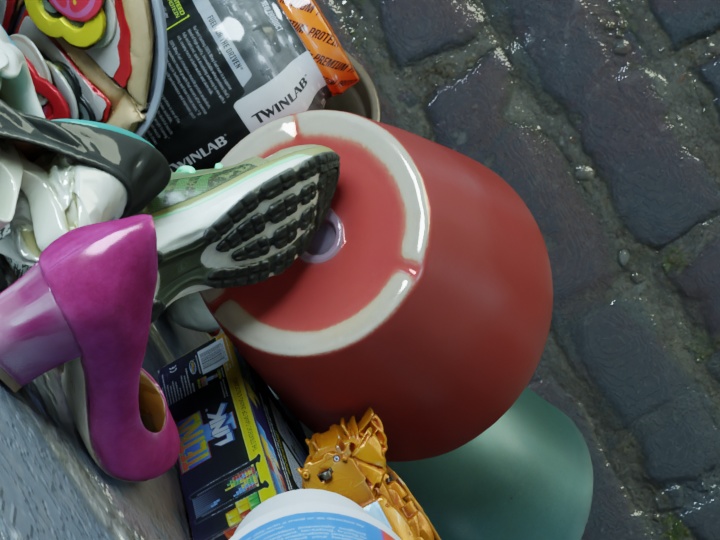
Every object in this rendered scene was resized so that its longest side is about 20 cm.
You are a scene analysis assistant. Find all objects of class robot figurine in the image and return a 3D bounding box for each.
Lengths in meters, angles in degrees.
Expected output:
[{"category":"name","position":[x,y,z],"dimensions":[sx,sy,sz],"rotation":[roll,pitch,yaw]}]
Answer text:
[{"category":"robot figurine","position":[0.032,0.177,1.074],"dimensions":[0.200,0.058,0.145],"rotation":[59,4,-4]}]

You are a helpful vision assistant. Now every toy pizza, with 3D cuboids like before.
[{"category":"toy pizza","position":[-0.184,-0.147,1.053],"dimensions":[0.200,0.032,0.200],"rotation":[24,-49,31]}]

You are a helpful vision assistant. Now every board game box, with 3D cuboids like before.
[{"category":"board game box","position":[-0.046,0.151,1.138],"dimensions":[0.165,0.057,0.200],"rotation":[60,3,-27]}]

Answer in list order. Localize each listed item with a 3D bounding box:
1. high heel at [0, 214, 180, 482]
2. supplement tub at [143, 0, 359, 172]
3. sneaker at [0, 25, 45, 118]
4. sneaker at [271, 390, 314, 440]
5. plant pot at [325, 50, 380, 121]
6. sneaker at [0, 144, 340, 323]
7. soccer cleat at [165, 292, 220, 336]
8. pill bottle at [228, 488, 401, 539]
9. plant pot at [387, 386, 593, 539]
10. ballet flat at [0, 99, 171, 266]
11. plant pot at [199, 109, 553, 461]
[{"category":"high heel","position":[-0.104,0.038,0.928],"dimensions":[0.067,0.096,0.200],"rotation":[61,4,34]},{"category":"supplement tub","position":[-0.109,-0.104,1.177],"dimensions":[0.123,0.200,0.123],"rotation":[59,4,-7]},{"category":"sneaker","position":[-0.200,-0.111,0.893],"dimensions":[0.081,0.077,0.200],"rotation":[45,-1,18]},{"category":"sneaker","position":[-0.044,0.045,1.316],"dimensions":[0.080,0.129,0.199],"rotation":[51,36,-50]},{"category":"plant pot","position":[-0.082,-0.137,2.175],"dimensions":[0.200,0.200,0.175],"rotation":[61,-15,20]},{"category":"sneaker","position":[-0.100,-0.033,1.013],"dimensions":[0.089,0.200,0.077],"rotation":[46,-37,31]},{"category":"soccer cleat","position":[-0.127,-0.019,1.363],"dimensions":[0.078,0.069,0.200],"rotation":[51,0,-31]},{"category":"pill bottle","position":[-0.019,0.172,0.888],"dimensions":[0.112,0.112,0.200],"rotation":[58,4,-16]},{"category":"plant pot","position":[0.035,0.135,1.365],"dimensions":[0.161,0.201,0.201],"rotation":[43,13,-37]},{"category":"ballet flat","position":[-0.159,-0.040,0.883],"dimensions":[0.200,0.068,0.068],"rotation":[19,47,-48]},{"category":"plant pot","position":[0.000,0.000,1.146],"dimensions":[0.201,0.200,0.177],"rotation":[61,9,22]}]
